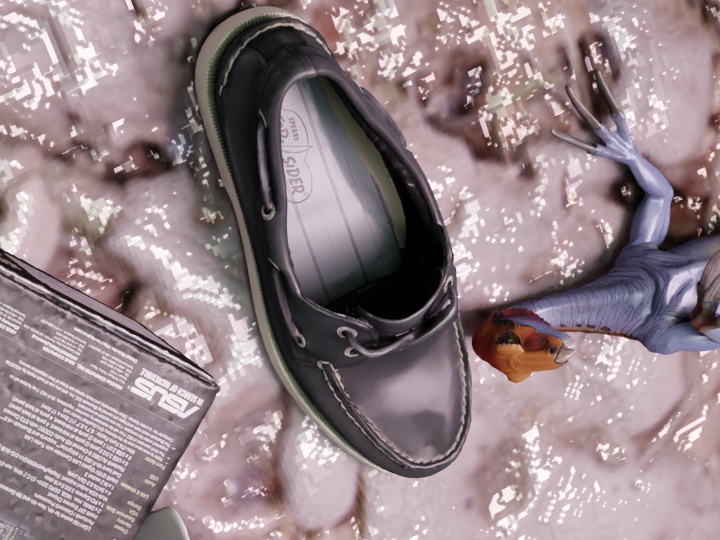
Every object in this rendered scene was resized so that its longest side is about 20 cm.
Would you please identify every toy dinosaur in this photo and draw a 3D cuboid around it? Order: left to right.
[{"bbox_3d":[0.139,0.019,0.996,0.181,0.105,0.200,-24,127,3],"label":"toy dinosaur"}]

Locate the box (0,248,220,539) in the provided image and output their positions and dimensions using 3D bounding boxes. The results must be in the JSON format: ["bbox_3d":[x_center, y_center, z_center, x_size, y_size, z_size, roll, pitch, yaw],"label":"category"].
[{"bbox_3d":[-0.177,0.056,0.843,0.200,0.086,0.164,29,89,-29],"label":"box"}]

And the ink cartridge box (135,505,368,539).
[{"bbox_3d":[-0.023,0.167,0.910,0.068,0.116,0.200,-27,94,-30],"label":"ink cartridge box"}]

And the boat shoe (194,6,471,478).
[{"bbox_3d":[0.002,-0.001,0.929,0.074,0.066,0.200,-25,113,-19],"label":"boat shoe"}]
